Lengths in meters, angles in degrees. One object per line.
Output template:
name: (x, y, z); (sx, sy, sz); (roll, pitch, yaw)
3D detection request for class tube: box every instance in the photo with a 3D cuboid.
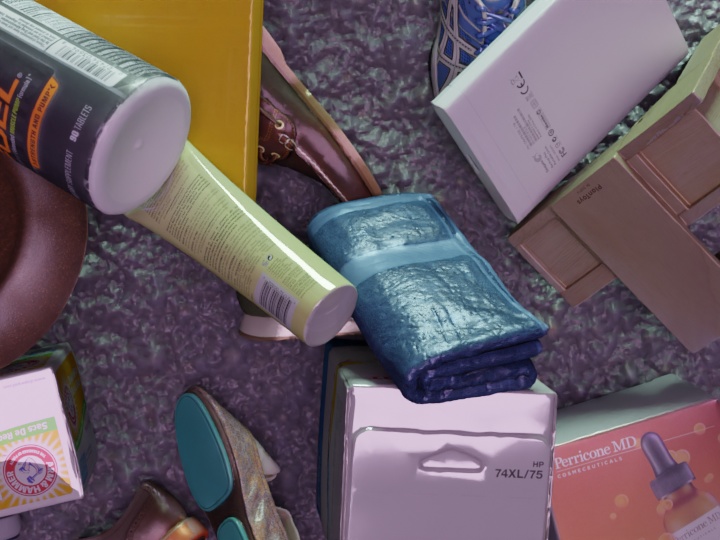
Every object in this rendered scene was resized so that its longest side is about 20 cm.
tube: (-0.087, -0.023, 0.899); (0.200, 0.052, 0.058); (36, 61, 27)

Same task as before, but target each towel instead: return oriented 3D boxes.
towel: (0.041, 0.011, 0.906); (0.111, 0.200, 0.049); (-9, 129, -20)

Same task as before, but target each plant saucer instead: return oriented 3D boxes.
plant saucer: (-0.294, -0.021, 0.938); (0.200, 0.037, 0.201); (-6, 73, 19)

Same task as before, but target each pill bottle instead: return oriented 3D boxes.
pill bottle: (-0.226, -0.128, 0.901); (0.200, 0.106, 0.106); (30, 92, 20)

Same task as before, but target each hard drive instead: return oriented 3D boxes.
hard drive: (0.158, -0.150, 0.991); (0.200, 0.027, 0.132); (-44, 128, -7)

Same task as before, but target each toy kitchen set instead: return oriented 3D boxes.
toy kitchen set: (0.264, -0.058, 1.029); (0.163, 0.180, 0.200); (46, 129, -5)

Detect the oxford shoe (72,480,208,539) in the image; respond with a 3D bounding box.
oxford shoe: (-0.213, 0.254, 1.019); (0.200, 0.071, 0.073); (-45, 77, -4)

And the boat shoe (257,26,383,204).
boat shoe: (-0.065, -0.117, 0.990); (0.070, 0.070, 0.200); (-39, 90, -8)

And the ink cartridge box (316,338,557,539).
ink cartridge box: (0.048, 0.139, 0.959); (0.146, 0.200, 0.146); (3, 95, -6)

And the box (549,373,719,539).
box: (0.221, 0.205, 1.031); (0.152, 0.106, 0.200); (-16, 97, -4)

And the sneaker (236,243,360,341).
sneaker: (0.000, 0.000, 1.006); (0.200, 0.067, 0.090); (-5, 101, -2)

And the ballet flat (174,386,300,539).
ballet flat: (-0.089, 0.184, 1.011); (0.067, 0.068, 0.200); (-3, 67, -44)

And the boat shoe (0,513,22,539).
boat shoe: (-0.350, 0.240, 0.966); (0.202, 0.075, 0.086); (-12, 98, -34)

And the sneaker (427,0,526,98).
sneaker: (0.092, -0.185, 0.995); (0.076, 0.077, 0.200); (-11, 99, -6)

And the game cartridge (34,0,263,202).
game cartridge: (-0.171, -0.138, 0.961); (0.200, 0.032, 0.177); (4, 95, 14)

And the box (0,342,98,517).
box: (-0.309, 0.131, 0.965); (0.200, 0.112, 0.102); (-13, 98, -6)
